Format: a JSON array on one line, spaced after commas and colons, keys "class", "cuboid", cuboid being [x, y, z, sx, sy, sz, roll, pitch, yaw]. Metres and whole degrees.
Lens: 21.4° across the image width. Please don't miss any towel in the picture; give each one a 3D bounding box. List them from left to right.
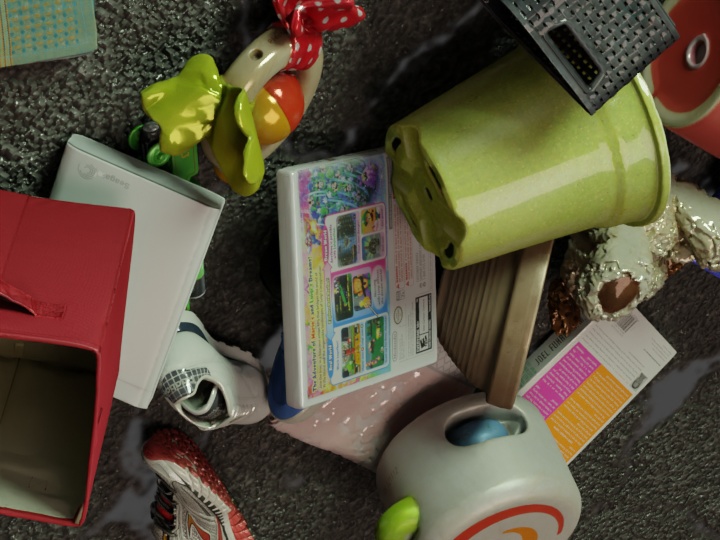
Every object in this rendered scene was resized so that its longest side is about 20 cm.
[{"class": "towel", "cuboid": [-0.285, -0.203, 1.357, 0.198, 0.022, 0.148, -13, 132, -22]}, {"class": "towel", "cuboid": [0.032, 0.107, 1.836, 0.191, 0.032, 0.199, -49, 136, 12]}]

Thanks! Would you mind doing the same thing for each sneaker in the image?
[{"class": "sneaker", "cuboid": [-0.160, 0.223, 1.772, 0.082, 0.078, 0.201, -31, 137, -5]}, {"class": "sneaker", "cuboid": [-0.130, 0.108, 1.670, 0.076, 0.081, 0.200, -34, 150, 11]}, {"class": "sneaker", "cuboid": [-0.056, 0.036, 1.666, 0.111, 0.077, 0.201, 15, 106, -47]}]

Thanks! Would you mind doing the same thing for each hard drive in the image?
[{"class": "hard drive", "cuboid": [-0.201, 0.004, 1.535, 0.131, 0.026, 0.201, 23, 119, 0]}]

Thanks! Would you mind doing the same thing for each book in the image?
[{"class": "book", "cuboid": [0.219, 0.116, 1.962, 0.200, 0.048, 0.134, -43, 135, 5]}]

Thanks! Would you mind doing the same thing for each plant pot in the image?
[{"class": "plant pot", "cuboid": [0.118, 0.020, 1.739, 0.092, 0.201, 0.202, 13, 128, 4]}, {"class": "plant pot", "cuboid": [0.128, -0.094, 1.592, 0.183, 0.201, 0.201, -25, 137, -16]}, {"class": "plant pot", "cuboid": [0.362, -0.176, 1.705, 0.176, 0.201, 0.201, 12, 119, -30]}]

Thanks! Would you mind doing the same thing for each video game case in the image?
[{"class": "video game case", "cuboid": [0.000, 0.000, 1.627, 0.181, 0.024, 0.202, -15, 108, -47]}]

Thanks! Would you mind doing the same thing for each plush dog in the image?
[{"class": "plush dog", "cuboid": [0.246, -0.023, 1.809, 0.199, 0.161, 0.172, -22, 156, -25]}]

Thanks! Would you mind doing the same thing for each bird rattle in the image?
[{"class": "bird rattle", "cuboid": [-0.079, -0.151, 1.500, 0.201, 0.112, 0.163, -56, 167, -20]}]

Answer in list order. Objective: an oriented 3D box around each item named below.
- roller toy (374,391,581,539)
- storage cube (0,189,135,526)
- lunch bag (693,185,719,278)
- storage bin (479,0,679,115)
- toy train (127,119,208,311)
[{"class": "roller toy", "cuboid": [0.113, 0.213, 1.862, 0.182, 0.140, 0.200, -37, 143, 16]}, {"class": "storage cube", "cuboid": [-0.268, 0.057, 1.435, 0.169, 0.180, 0.201, 9, 126, -3]}, {"class": "lunch bag", "cuboid": [0.437, -0.059, 1.906, 0.199, 0.128, 0.171, 16, 120, -27]}, {"class": "storage bin", "cuboid": [0.143, -0.229, 1.481, 0.094, 0.200, 0.135, -41, 130, 4]}, {"class": "toy train", "cuboid": [-0.155, -0.045, 1.571, 0.056, 0.042, 0.201, -27, 138, -27]}]
